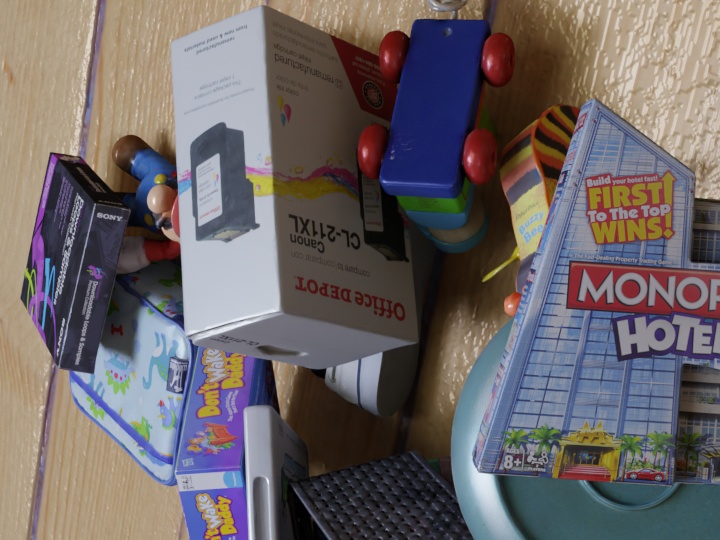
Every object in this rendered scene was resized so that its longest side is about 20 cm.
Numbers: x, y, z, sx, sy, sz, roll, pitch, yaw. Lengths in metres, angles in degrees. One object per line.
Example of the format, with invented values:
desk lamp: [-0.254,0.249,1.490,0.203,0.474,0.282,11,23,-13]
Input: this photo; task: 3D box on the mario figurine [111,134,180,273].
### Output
mario figurine: [-0.165,-0.063,1.310,0.200,0.106,0.124,19,129,54]

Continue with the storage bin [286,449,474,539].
storage bin: [0.029,0.211,1.000,0.200,0.094,0.135,-141,40,-69]

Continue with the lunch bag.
lunch bag: [-0.175,0.083,1.364,0.200,0.082,0.161,36,123,44]

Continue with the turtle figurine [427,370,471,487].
turtle figurine: [0.108,0.140,1.011,0.200,0.101,0.150,133,138,-60]

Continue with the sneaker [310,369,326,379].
sneaker: [-0.065,-0.008,1.215,0.074,0.088,0.200,-31,71,46]

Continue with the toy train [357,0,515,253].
toy train: [0.065,-0.119,1.042,0.085,0.116,0.200,4,65,17]

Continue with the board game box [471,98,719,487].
board game box: [0.166,0.012,0.849,0.062,0.200,0.200,-68,-18,-88]

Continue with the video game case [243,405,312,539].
video game case: [-0.054,0.199,1.115,0.200,0.024,0.182,71,-165,-76]

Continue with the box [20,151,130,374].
box: [-0.247,-0.011,1.358,0.200,0.036,0.143,36,114,63]

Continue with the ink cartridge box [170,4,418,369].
ink cartridge box: [-0.041,-0.048,1.026,0.083,0.146,0.200,-16,71,34]

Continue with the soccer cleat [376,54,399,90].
soccer cleat: [-0.031,-0.133,1.160,0.200,0.085,0.069,26,113,47]

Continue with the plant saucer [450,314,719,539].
plant saucer: [0.151,0.102,0.896,0.027,0.200,0.200,89,171,-84]

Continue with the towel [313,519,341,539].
towel: [-0.004,0.254,1.159,0.112,0.048,0.200,85,179,-86]

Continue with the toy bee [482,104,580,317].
toy bee: [0.129,-0.012,0.962,0.200,0.109,0.131,54,130,33]

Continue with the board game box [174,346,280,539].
board game box: [-0.091,0.133,1.157,0.200,0.045,0.135,-88,-8,-58]

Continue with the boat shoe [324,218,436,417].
boat shoe: [0.003,0.000,1.139,0.086,0.075,0.202,20,116,30]
